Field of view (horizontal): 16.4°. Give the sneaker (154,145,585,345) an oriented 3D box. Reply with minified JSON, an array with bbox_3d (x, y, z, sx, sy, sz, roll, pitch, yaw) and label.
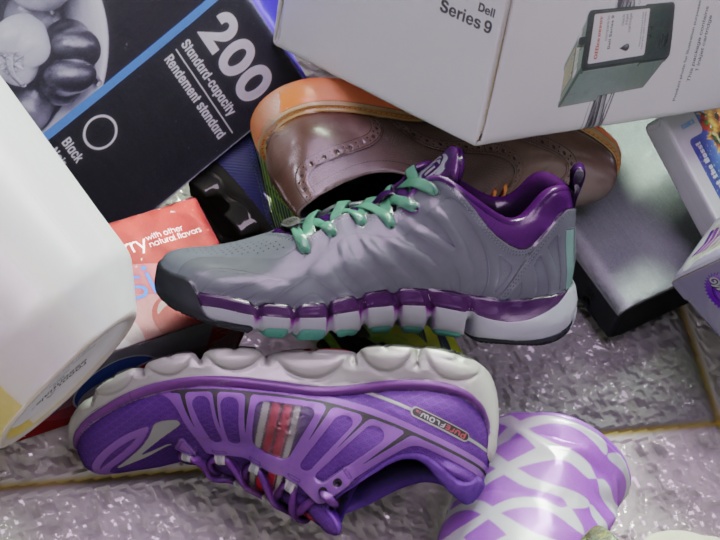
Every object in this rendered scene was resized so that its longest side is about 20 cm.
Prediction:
[{"bbox_3d":[0.005,-0.018,1.144,0.199,0.088,0.074,2,16,-17],"label":"sneaker"}]

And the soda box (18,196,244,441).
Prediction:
[{"bbox_3d":[-0.155,0.034,1.167,0.199,0.064,0.070,-17,63,-26],"label":"soda box"}]

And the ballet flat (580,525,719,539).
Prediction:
[{"bbox_3d":[0.152,0.148,1.119,0.199,0.071,0.071,15,45,-48],"label":"ballet flat"}]

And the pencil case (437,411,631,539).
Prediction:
[{"bbox_3d":[0.068,0.161,1.136,0.085,0.084,0.201,43,50,-29],"label":"pencil case"}]

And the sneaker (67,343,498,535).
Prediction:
[{"bbox_3d":[-0.037,0.080,1.140,0.199,0.081,0.084,-3,74,10],"label":"sneaker"}]

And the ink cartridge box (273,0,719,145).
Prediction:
[{"bbox_3d":[0.077,-0.132,1.225,0.146,0.085,0.199,29,27,37],"label":"ink cartridge box"}]

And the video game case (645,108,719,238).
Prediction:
[{"bbox_3d":[0.251,-0.051,1.326,0.200,0.018,0.144,-28,90,-36],"label":"video game case"}]

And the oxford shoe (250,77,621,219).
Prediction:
[{"bbox_3d":[0.044,-0.042,1.226,0.199,0.071,0.073,2,50,-25],"label":"oxford shoe"}]

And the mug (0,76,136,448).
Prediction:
[{"bbox_3d":[-0.188,0.006,1.076,0.153,0.187,0.149,45,24,5],"label":"mug"}]

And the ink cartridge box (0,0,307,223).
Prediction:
[{"bbox_3d":[-0.113,-0.136,1.188,0.200,0.198,0.043,-42,34,-10],"label":"ink cartridge box"}]

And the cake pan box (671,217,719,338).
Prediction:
[{"bbox_3d":[0.269,0.009,1.274,0.200,0.052,0.184,48,52,-8],"label":"cake pan box"}]

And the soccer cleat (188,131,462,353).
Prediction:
[{"bbox_3d":[0.000,-0.001,1.233,0.084,0.065,0.200,-37,71,-28],"label":"soccer cleat"}]

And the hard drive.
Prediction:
[{"bbox_3d":[0.131,-0.071,1.339,0.139,0.033,0.200,-23,65,-28],"label":"hard drive"}]
